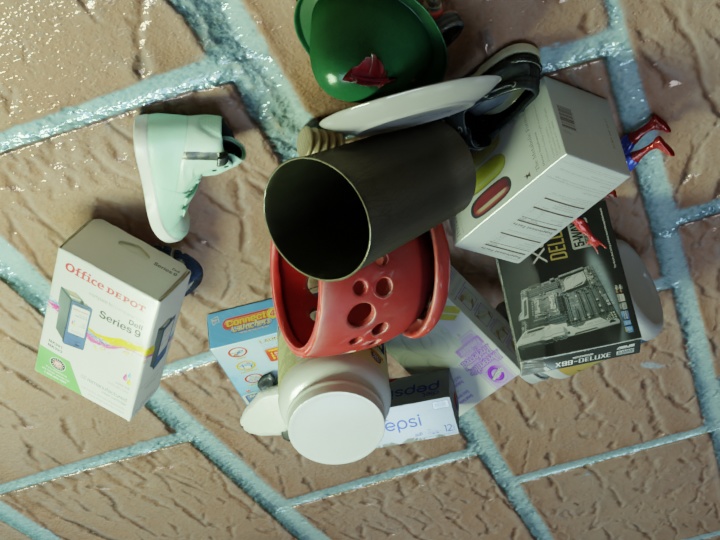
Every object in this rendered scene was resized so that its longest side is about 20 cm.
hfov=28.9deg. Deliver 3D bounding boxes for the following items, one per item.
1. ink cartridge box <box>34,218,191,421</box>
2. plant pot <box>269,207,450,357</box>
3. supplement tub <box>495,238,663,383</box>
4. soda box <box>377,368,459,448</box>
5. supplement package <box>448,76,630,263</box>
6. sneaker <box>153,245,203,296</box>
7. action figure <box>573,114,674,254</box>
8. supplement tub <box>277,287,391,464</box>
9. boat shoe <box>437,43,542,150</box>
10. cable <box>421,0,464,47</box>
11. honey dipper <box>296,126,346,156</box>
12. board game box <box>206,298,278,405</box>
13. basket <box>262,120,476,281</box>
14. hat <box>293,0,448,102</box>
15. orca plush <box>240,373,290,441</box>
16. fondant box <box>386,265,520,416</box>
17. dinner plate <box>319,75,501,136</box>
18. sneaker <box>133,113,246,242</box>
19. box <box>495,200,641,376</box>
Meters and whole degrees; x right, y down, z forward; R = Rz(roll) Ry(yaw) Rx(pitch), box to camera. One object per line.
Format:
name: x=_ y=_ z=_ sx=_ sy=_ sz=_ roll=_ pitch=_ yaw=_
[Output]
ink cartridge box: x=-0.303 y=0.060 z=1.702 sx=0.144 sy=0.088 sz=0.202 roll=27 pitch=124 yaw=8
plant pot: x=0.000 y=0.000 z=1.691 sx=0.180 sy=0.203 sz=0.201 roll=-2 pitch=148 yaw=-23
supplement tub: x=0.297 y=0.060 z=1.914 sx=0.198 sy=0.146 sz=0.144 roll=-28 pitch=144 yaw=27
soda box: x=0.032 y=0.192 z=1.881 sx=0.197 sy=0.069 sz=0.064 roll=-11 pitch=119 yaw=10
supplement package: x=0.200 y=-0.113 z=1.641 sx=0.108 sy=0.115 sz=0.200 roll=13 pitch=141 yaw=-35
sneaker: x=-0.268 y=0.028 z=1.790 sx=0.198 sy=0.078 sz=0.085 roll=-20 pitch=155 yaw=33
action figure: x=0.314 y=-0.099 z=1.733 sx=0.199 sy=0.066 sz=0.099 roll=-32 pitch=125 yaw=32
supplement tub: x=-0.035 y=0.132 z=1.789 sx=0.142 sy=0.201 sz=0.147 roll=-2 pitch=128 yaw=-3
boat shoe: x=0.133 y=-0.171 z=1.575 sx=0.074 sy=0.067 sz=0.199 roll=19 pitch=139 yaw=-40
cable: x=0.058 y=-0.236 z=1.496 sx=0.096 sy=0.051 sz=0.200 roll=-14 pitch=161 yaw=-5
honey dipper: x=0.019 y=-0.137 z=1.635 sx=0.197 sy=0.038 sz=0.038 roll=6 pitch=146 yaw=-31
board game box: x=-0.094 y=0.109 z=1.970 sx=0.197 sy=0.057 sz=0.197 roll=-13 pitch=148 yaw=6
basket: x=0.021 y=-0.086 z=1.539 sx=0.199 sy=0.138 sz=0.179 roll=-24 pitch=-167 yaw=-38
hat: x=-0.016 y=-0.176 z=1.376 sx=0.163 sy=0.178 sz=0.201 roll=0 pitch=143 yaw=27
orca plush: x=-0.084 y=0.168 z=1.979 sx=0.105 sy=0.071 sz=0.200 roll=44 pitch=121 yaw=1
fondant box: x=0.113 y=0.086 z=1.887 sx=0.200 sy=0.058 sz=0.144 roll=43 pitch=130 yaw=-8
dinner plate: x=0.054 y=-0.169 z=1.470 sx=0.197 sy=0.025 sz=0.200 roll=-15 pitch=-179 yaw=0
sneaker: x=-0.185 y=-0.100 z=1.589 sx=0.116 sy=0.075 sz=0.202 roll=-3 pitch=146 yaw=1
box: x=0.260 y=0.022 z=1.791 sx=0.155 sy=0.203 sz=0.050 roll=-11 pitch=153 yaw=3
